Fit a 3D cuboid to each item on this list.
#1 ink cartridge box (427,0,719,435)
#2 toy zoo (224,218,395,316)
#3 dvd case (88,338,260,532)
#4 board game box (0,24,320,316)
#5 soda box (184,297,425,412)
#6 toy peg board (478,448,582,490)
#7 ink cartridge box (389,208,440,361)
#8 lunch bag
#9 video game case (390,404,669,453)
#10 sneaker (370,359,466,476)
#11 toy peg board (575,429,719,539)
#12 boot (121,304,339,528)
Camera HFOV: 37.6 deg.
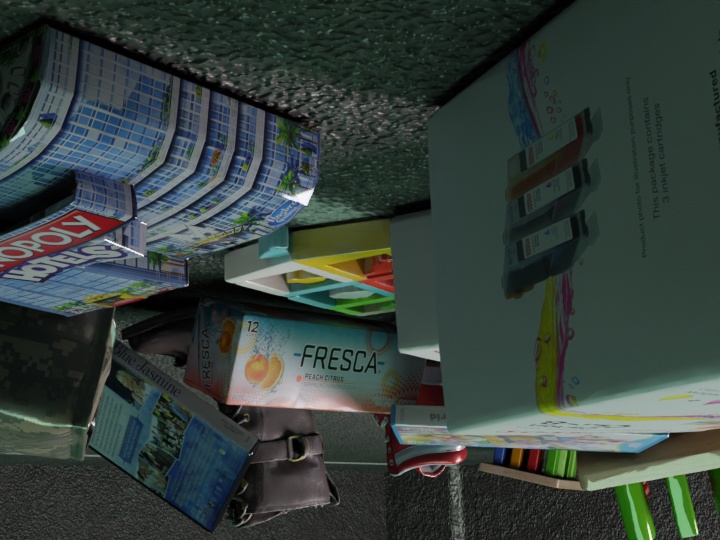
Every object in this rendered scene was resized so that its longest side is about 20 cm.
[{"bbox_3d":[0.132,-0.018,0.398,0.143,0.147,0.200,3,166,-22],"label":"ink cartridge box"},{"bbox_3d":[0.000,0.000,0.718,0.130,0.021,0.199,-10,165,30],"label":"toy zoo"},{"bbox_3d":[-0.176,0.111,0.808,0.199,0.018,0.143,34,139,4],"label":"dvd case"},{"bbox_3d":[-0.154,-0.035,0.468,0.198,0.063,0.199,-13,163,39],"label":"board game box"},{"bbox_3d":[-0.038,0.070,0.840,0.198,0.069,0.063,10,-176,-43],"label":"soda box"},{"bbox_3d":[0.406,0.436,2.446,0.197,0.099,0.199,7,172,32],"label":"toy peg board"},{"bbox_3d":[0.134,0.004,0.620,0.198,0.085,0.144,-10,165,31],"label":"ink cartridge box"},{"bbox_3d":[-0.241,0.054,0.672,0.162,0.119,0.200,12,159,-13],"label":"lunch bag"},{"bbox_3d":[0.125,0.124,0.820,0.197,0.018,0.143,1,165,5],"label":"video game case"},{"bbox_3d":[0.030,0.126,0.982,0.070,0.114,0.199,-6,-174,-31],"label":"sneaker"},{"bbox_3d":[0.301,0.150,0.955,0.197,0.099,0.200,-14,-160,16],"label":"toy peg board"},{"bbox_3d":[-0.101,0.122,0.874,0.198,0.177,0.069,6,165,-34],"label":"boot"}]
